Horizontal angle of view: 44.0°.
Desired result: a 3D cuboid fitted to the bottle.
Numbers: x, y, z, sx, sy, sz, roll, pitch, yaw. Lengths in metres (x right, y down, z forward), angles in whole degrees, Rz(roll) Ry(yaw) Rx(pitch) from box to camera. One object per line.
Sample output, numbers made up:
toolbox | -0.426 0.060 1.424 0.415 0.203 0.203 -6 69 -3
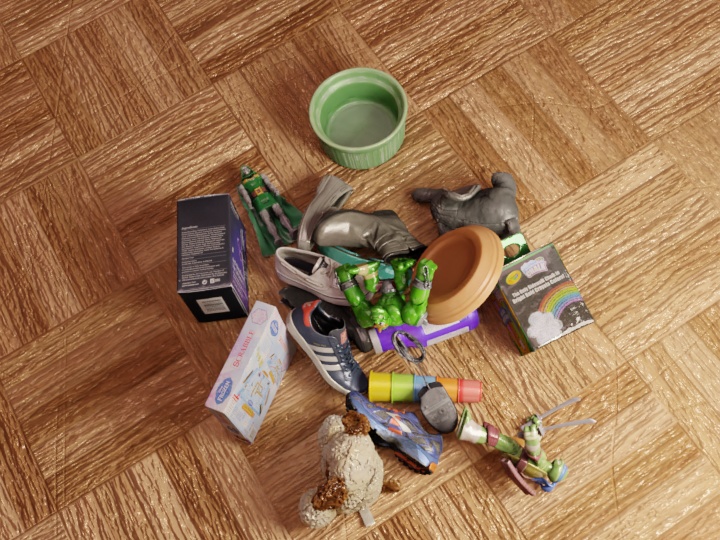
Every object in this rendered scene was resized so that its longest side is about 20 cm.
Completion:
bottle | 0.113 0.098 1.630 0.200 0.065 0.084 -20 57 -3

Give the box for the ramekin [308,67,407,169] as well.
ramekin | -0.001 -0.304 1.815 0.200 0.098 0.200 -3 65 6

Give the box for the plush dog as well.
plush dog | -0.015 0.331 1.476 0.160 0.172 0.200 11 66 11

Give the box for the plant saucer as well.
plant saucer | 0.161 0.001 1.571 0.200 0.037 0.200 -31 40 29

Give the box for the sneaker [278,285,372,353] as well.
sneaker | -0.066 0.094 1.659 0.104 0.060 0.200 -28 59 -10

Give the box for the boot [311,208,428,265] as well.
boot | 0.021 -0.057 1.661 0.200 0.068 0.131 -9 39 -29

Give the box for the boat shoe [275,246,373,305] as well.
boat shoe | -0.069 0.004 1.648 0.200 0.066 0.072 22 57 22

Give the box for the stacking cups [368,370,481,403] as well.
stacking cups | 0.115 0.207 1.581 0.200 0.061 0.061 0 65 7

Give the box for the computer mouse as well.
computer mouse | 0.109 0.192 1.541 0.059 0.034 0.200 -27 90 -7

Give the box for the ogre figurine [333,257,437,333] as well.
ogre figurine | 0.049 0.042 1.555 0.200 0.098 0.120 -9 101 16

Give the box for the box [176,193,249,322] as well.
box | -0.279 -0.023 1.689 0.104 0.148 0.200 -7 65 3

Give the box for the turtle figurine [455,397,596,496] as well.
turtle figurine | 0.268 0.259 1.487 0.194 0.200 0.144 18 29 3

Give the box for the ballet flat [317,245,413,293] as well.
ballet flat | 0.000 0.000 1.693 0.200 0.067 0.071 16 84 16

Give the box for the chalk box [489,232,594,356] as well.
chalk box | 0.302 0.034 1.578 0.125 0.124 0.200 -26 81 -4

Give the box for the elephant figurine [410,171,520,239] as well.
elephant figurine | 0.194 -0.110 1.685 0.200 0.155 0.142 -1 77 5

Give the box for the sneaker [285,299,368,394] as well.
sneaker | -0.042 0.136 1.578 0.200 0.084 0.075 48 35 -11

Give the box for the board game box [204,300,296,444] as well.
board game box | -0.186 0.182 1.554 0.041 0.200 0.200 19 68 15

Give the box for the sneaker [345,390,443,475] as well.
sneaker | 0.059 0.272 1.553 0.200 0.075 0.078 36 62 4

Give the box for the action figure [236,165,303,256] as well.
action figure | -0.192 -0.135 1.785 0.118 0.055 0.200 -29 64 -12

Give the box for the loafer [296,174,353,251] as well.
loafer | -0.070 -0.109 1.732 0.070 0.070 0.200 20 53 5
